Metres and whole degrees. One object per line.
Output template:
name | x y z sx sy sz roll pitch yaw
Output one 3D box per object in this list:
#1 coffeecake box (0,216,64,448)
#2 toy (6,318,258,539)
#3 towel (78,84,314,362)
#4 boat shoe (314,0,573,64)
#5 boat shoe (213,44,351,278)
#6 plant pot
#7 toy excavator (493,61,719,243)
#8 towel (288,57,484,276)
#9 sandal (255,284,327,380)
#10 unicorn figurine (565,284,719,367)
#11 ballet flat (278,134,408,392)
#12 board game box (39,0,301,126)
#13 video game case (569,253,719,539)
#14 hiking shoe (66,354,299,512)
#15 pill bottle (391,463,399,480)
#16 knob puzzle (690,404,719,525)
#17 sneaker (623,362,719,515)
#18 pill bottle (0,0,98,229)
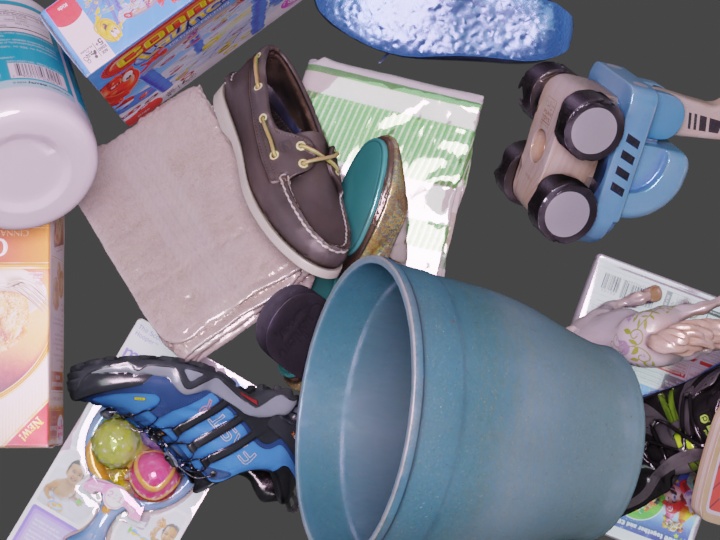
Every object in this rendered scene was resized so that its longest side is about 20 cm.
coffeecake box | -0.304 0.034 1.226 0.152 0.073 0.201 -1 86 -1
toy | -0.172 0.150 1.229 0.115 0.047 0.201 30 87 1
towel | -0.129 -0.036 1.225 0.132 0.035 0.200 -32 65 -3
boat shoe | 0.060 -0.190 1.249 0.199 0.069 0.085 16 99 -4
boat shoe | -0.051 -0.083 1.194 0.061 0.071 0.202 -48 50 28
plant pot | 0.078 0.103 1.078 0.187 0.200 0.201 9 85 -21
toy excavator | 0.224 -0.109 1.223 0.199 0.100 0.195 10 109 -21
towel | 0.004 -0.054 1.259 0.152 0.023 0.201 14 87 2
sandal | 0.006 0.078 1.178 0.200 0.043 0.076 28 93 -37
unicorn figurine | 0.190 0.054 1.186 0.137 0.200 0.074 -19 79 -28
ballet flat | 0.000 0.000 1.216 0.070 0.071 0.201 21 89 2
board game box | -0.120 -0.200 1.183 0.200 0.196 0.056 -37 86 -2
video game case | 0.214 0.105 1.246 0.142 0.018 0.201 20 85 1
hiking shoe | -0.121 0.116 1.181 0.199 0.074 0.087 16 73 -25
pill bottle | 0.004 0.242 1.188 0.114 0.114 0.201 27 86 2
knob puzzle | 0.318 0.113 1.165 0.220 0.220 0.030 -48 45 -3
sneaker | 0.241 0.115 1.195 0.199 0.083 0.071 -31 86 -2
pill bottle | -0.261 -0.130 1.185 0.110 0.111 0.200 -24 44 -2
